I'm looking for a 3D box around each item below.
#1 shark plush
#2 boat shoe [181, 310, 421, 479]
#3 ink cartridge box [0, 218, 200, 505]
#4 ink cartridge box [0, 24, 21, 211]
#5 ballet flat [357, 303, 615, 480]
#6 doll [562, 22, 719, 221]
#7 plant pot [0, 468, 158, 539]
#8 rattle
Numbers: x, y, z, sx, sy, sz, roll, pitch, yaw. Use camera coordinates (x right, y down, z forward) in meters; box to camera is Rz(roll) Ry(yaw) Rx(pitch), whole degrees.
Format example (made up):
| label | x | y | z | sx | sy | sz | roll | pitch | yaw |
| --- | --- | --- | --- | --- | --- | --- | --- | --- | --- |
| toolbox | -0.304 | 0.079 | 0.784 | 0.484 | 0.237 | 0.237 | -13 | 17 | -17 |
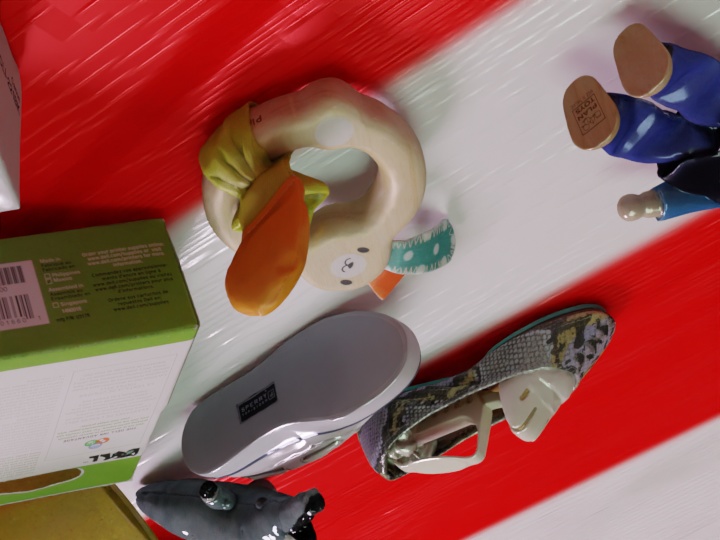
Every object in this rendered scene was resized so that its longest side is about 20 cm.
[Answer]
| label | x | y | z | sx | sy | sz | roll | pitch | yaw |
| --- | --- | --- | --- | --- | --- | --- | --- | --- | --- |
| shark plush | -0.086 | 0.173 | 1.121 | 0.083 | 0.091 | 0.200 | 37 | 166 | -20 |
| boat shoe | -0.030 | 0.085 | 1.078 | 0.199 | 0.074 | 0.065 | -25 | 149 | 35 |
| ink cartridge box | -0.192 | 0.064 | 0.966 | 0.147 | 0.076 | 0.200 | -9 | 152 | -25 |
| ink cartridge box | -0.266 | -0.084 | 0.748 | 0.198 | 0.084 | 0.145 | -11 | 145 | -2 |
| ballet flat | 0.089 | 0.093 | 1.114 | 0.199 | 0.073 | 0.072 | -26 | 143 | 19 |
| doll | 0.195 | -0.072 | 0.928 | 0.199 | 0.049 | 0.136 | 17 | 127 | -43 |
| plant pot | -0.216 | 0.197 | 1.095 | 0.142 | 0.200 | 0.200 | -40 | 145 | -7 |
| rattle | 0.000 | 0.000 | 0.903 | 0.130 | 0.143 | 0.200 | -33 | 137 | -1 |
